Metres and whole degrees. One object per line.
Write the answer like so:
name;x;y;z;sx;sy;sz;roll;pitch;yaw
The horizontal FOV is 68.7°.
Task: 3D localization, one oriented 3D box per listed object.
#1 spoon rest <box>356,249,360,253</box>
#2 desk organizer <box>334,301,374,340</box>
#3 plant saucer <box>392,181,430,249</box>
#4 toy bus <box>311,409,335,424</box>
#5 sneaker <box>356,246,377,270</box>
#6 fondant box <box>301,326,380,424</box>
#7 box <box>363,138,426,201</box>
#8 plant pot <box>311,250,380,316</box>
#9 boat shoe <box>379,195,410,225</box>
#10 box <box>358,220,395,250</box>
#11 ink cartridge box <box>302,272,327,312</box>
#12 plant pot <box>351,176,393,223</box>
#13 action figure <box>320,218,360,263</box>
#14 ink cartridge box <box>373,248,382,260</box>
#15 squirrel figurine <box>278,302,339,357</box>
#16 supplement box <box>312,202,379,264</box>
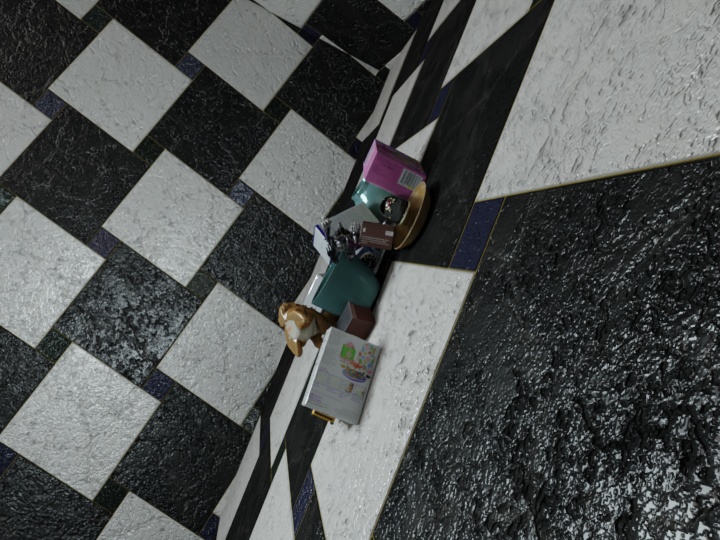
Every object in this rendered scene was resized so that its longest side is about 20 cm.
spoon rest;-0.007;-0.095;1.888;0.199;0.060;0.101;-8;-58;-61
desk organizer;-0.037;0.198;1.561;0.202;0.075;0.072;-62;27;28
plant saucer;0.150;-0.147;1.478;0.200;0.035;0.204;-156;89;-80
toy bus;-0.086;0.363;1.431;0.200;0.064;0.080;94;-162;-79
sneaker;0.000;0.000;1.750;0.090;0.077;0.202;-92;26;-51
fondant box;-0.047;0.265;1.331;0.058;0.141;0.204;139;152;-69
box;0.105;-0.318;1.674;0.201;0.173;0.098;-91;27;-67
plant pot;-0.035;0.054;1.617;0.203;0.159;0.201;-58;6;10
boat shoe;0.099;-0.181;1.551;0.075;0.062;0.201;-63;12;5
box;0.051;-0.103;1.583;0.200;0.097;0.077;-7;-74;-87
ink cartridge box;-0.119;0.087;1.992;0.148;0.082;0.199;-64;-19;14
plant pot;0.051;-0.263;1.847;0.202;0.133;0.201;-53;11;16
action figure;-0.053;-0.100;1.522;0.201;0.116;0.104;-97;3;-64
ink cartridge box;0.041;-0.056;1.836;0.119;0.041;0.204;-128;59;-78
squirrel figurine;-0.154;0.158;1.666;0.199;0.184;0.145;31;121;44
supplement box;-0.047;-0.123;1.729;0.198;0.104;0.102;-30;-24;-26
